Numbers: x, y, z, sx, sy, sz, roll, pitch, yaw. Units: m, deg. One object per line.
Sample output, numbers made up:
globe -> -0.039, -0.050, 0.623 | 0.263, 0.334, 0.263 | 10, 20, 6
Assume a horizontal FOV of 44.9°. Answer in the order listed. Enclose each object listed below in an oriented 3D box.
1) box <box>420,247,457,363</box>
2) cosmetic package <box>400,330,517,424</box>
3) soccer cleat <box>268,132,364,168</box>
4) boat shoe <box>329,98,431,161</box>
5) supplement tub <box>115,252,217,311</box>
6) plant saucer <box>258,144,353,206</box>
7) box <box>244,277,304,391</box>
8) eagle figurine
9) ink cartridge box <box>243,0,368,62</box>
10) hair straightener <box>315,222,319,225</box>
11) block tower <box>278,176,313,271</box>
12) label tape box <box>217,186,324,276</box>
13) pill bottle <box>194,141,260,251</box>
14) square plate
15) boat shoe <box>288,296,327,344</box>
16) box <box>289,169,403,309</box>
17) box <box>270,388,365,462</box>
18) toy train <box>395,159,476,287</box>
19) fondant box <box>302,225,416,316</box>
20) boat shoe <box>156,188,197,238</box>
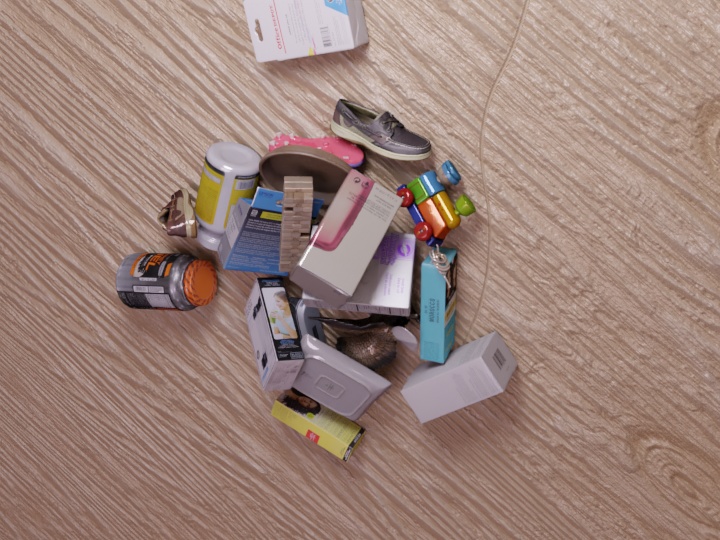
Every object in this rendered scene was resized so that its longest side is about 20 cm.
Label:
box -> 0.147, 0.064, 1.633 | 0.049, 0.082, 0.202 | 9, 118, 19
cosmetic package -> 0.187, 0.205, 1.667 | 0.199, 0.108, 0.085 | -30, 100, 36
soccer cleat -> -0.081, -0.211, 1.633 | 0.198, 0.067, 0.077 | 10, 138, 21
boat shoe -> 0.035, -0.250, 1.542 | 0.198, 0.073, 0.065 | 20, 127, 17
supplement tub -> -0.415, 0.024, 1.874 | 0.198, 0.123, 0.124 | 1, 114, 26
plant saucer -> -0.089, -0.176, 1.605 | 0.197, 0.030, 0.200 | 13, 160, 5
box -> -0.176, 0.127, 1.759 | 0.117, 0.059, 0.202 | 119, 143, -47
eagle figurine -> 0.017, 0.114, 1.684 | 0.198, 0.151, 0.153 | -27, 83, 3
ink cartridge box -> -0.096, -0.436, 1.520 | 0.198, 0.068, 0.116 | -1, 113, 27
hair straightener -> -0.059, -0.066, 1.707 | 0.077, 0.041, 0.200 | 43, 129, 2
block tower -> -0.122, -0.080, 1.625 | 0.057, 0.054, 0.202 | 1, 133, -7
label tape box -> -0.176, -0.087, 1.688 | 0.201, 0.142, 0.066 | -62, 37, 32
pill bottle -> -0.267, -0.143, 1.723 | 0.111, 0.112, 0.202 | 28, 123, 12
square plate -> -0.059, 0.226, 1.755 | 0.197, 0.029, 0.200 | 30, 143, -5
boat shoe -> -0.119, 0.148, 1.815 | 0.067, 0.074, 0.201 | 8, 124, 32
box -> -0.026, -0.053, 1.522 | 0.108, 0.201, 0.128 | 30, 163, -4
box -> -0.092, 0.329, 1.889 | 0.199, 0.075, 0.050 | 30, 125, 9
toy train -> 0.156, -0.086, 1.531 | 0.115, 0.084, 0.202 | -34, 74, 22
fondant box -> 0.000, 0.000, 1.611 | 0.197, 0.146, 0.058 | 5, 161, 5
boat shoe -> -0.373, -0.113, 1.750 | 0.071, 0.200, 0.073 | -9, 117, -14
